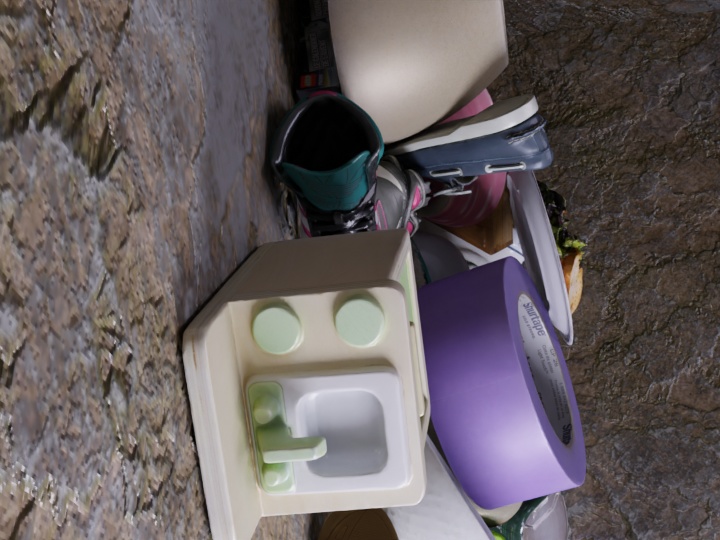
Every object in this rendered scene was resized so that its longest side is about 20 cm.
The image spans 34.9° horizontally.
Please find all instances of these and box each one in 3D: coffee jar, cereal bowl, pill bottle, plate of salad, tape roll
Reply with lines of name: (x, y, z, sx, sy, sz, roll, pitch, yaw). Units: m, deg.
coffee jar: (0.138, 0.260, 1.318, 0.085, 0.199, 0.105, -35, 129, -30)
cereal bowl: (0.055, 0.208, 0.925, 0.201, 0.083, 0.200, 57, -1, 2)
pill bottle: (0.074, 0.044, 1.246, 0.200, 0.112, 0.115, 60, 26, -69)
plate of salad: (0.180, -0.030, 1.085, 0.200, 0.047, 0.202, -16, 90, -87)
tape roll: (0.121, 0.096, 0.982, 0.200, 0.084, 0.202, -18, 90, -72)

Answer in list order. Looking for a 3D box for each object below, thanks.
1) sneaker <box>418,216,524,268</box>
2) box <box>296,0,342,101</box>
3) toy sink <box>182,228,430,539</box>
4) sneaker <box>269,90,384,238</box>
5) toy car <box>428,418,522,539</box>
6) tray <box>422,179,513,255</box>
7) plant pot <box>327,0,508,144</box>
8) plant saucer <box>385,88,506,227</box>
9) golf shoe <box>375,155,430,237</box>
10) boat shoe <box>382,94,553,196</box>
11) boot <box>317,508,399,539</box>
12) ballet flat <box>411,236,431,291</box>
sneaker: (0.096, -0.037, 1.302, 0.073, 0.199, 0.071, 35, 80, -54)
box: (-0.016, -0.143, 1.028, 0.201, 0.039, 0.138, 73, 14, -52)
toy sink: (-0.018, 0.063, 0.676, 0.200, 0.111, 0.132, -60, 144, -74)
sneaker: (-0.015, -0.043, 0.832, 0.121, 0.083, 0.203, 63, 15, -79)
toy car: (0.062, 0.220, 1.137, 0.200, 0.156, 0.166, 122, -18, -60)
tray: (0.080, -0.100, 1.221, 0.199, 0.037, 0.100, 33, -40, 46)
plant pot: (0.055, -0.212, 0.970, 0.200, 0.133, 0.203, -6, 90, -81)
plant saucer: (0.061, -0.132, 1.136, 0.200, 0.051, 0.202, 40, -35, 36)
golf shoe: (0.000, 0.000, 1.000, 0.088, 0.077, 0.202, -18, 123, -42)
boat shoe: (0.087, -0.100, 0.990, 0.075, 0.199, 0.062, -35, 105, -38)
boot: (0.009, 0.291, 0.849, 0.156, 0.072, 0.202, 79, 1, -57)
ballet flat: (0.027, -0.012, 1.095, 0.072, 0.071, 0.202, 72, 4, -53)
